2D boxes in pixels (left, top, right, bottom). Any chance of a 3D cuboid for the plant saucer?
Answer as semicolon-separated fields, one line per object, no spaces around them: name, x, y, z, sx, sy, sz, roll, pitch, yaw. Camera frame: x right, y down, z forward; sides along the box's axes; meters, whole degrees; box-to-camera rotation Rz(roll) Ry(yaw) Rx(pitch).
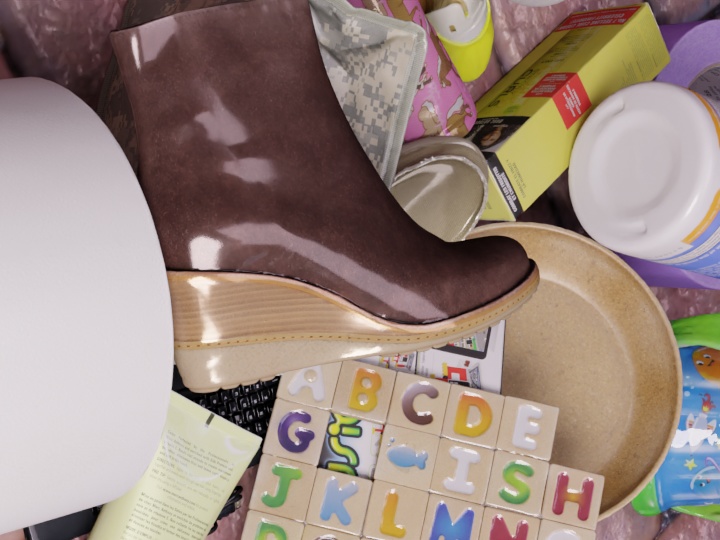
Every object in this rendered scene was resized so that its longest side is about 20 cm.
plant saucer;0.102;0.070;0.941;0.199;0.035;0.202;1;72;-3

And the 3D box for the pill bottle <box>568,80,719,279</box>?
pill bottle;0.240;-0.052;1.000;0.199;0.112;0.113;12;84;-45

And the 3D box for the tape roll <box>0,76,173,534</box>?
tape roll;-0.192;0.021;0.652;0.139;0.202;0.204;-12;100;-39

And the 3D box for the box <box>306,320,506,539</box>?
box;0.029;0.091;0.893;0.109;0.035;0.201;7;72;-1

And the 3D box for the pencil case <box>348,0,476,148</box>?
pencil case;-0.008;-0.152;0.879;0.201;0.086;0.083;58;21;-26

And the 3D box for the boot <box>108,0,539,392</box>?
boot;-0.010;-0.044;0.678;0.199;0.072;0.168;-12;98;-27

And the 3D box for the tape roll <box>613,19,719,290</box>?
tape roll;0.252;-0.087;1.128;0.199;0.065;0.202;-1;92;-42

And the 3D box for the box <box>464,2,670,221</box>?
box;0.126;-0.109;1.011;0.200;0.075;0.050;-43;118;-30

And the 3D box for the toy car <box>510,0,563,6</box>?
toy car;0.105;-0.277;0.906;0.149;0.200;0.175;-31;118;13

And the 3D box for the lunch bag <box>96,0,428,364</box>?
lunch bag;-0.068;-0.044;0.782;0.117;0.164;0.201;20;80;-34

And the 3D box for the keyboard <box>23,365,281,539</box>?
keyboard;-0.100;0.107;0.844;0.199;0.039;0.105;-18;103;-38

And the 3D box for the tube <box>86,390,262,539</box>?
tube;-0.125;0.165;0.796;0.201;0.052;0.058;-63;166;-7

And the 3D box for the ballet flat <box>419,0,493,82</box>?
ballet flat;0.036;-0.189;0.932;0.200;0.067;0.067;45;65;-34

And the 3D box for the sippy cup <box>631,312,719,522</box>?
sippy cup;0.265;0.111;1.073;0.178;0.129;0.141;32;62;-69

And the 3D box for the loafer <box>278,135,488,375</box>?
loafer;0.000;0.000;0.854;0.200;0.068;0.076;-38;125;-6

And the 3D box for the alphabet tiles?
alphabet tiles;0.036;0.144;0.854;0.199;0.008;0.168;13;72;1
